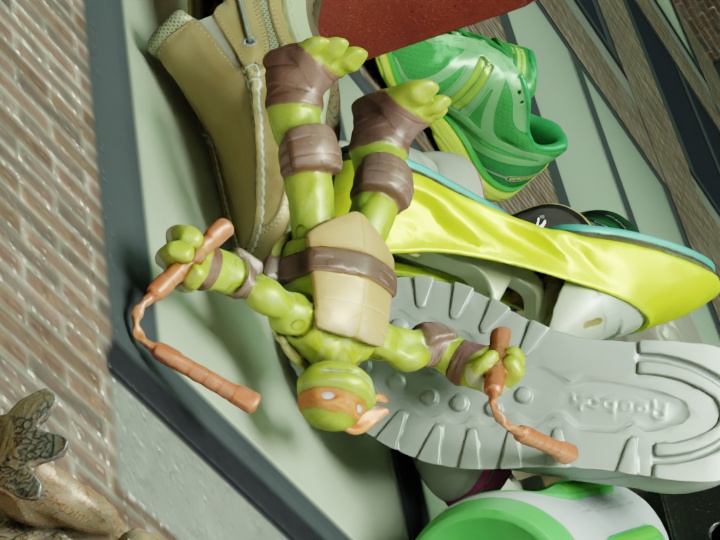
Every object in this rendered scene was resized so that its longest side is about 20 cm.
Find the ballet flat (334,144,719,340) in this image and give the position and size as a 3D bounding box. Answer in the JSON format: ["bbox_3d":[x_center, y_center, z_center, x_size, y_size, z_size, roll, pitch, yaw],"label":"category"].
[{"bbox_3d":[0.067,0.005,0.934,0.200,0.067,0.067,18,67,-20],"label":"ballet flat"}]

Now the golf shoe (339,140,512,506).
[{"bbox_3d":[0.019,0.021,0.975,0.091,0.075,0.200,20,42,-33],"label":"golf shoe"}]

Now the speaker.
[{"bbox_3d":[0.081,0.134,0.912,0.089,0.088,0.200,65,16,11],"label":"speaker"}]

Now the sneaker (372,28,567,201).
[{"bbox_3d":[0.063,-0.127,1.312,0.200,0.083,0.074,47,21,-41],"label":"sneaker"}]

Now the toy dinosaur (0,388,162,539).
[{"bbox_3d":[-0.069,0.094,0.523,0.200,0.086,0.136,50,0,21],"label":"toy dinosaur"}]

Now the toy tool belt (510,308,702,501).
[{"bbox_3d":[0.133,0.084,1.135,0.125,0.123,0.200,-89,155,-48],"label":"toy tool belt"}]

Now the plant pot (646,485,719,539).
[{"bbox_3d":[0.233,0.182,1.033,0.200,0.199,0.178,-95,168,-55],"label":"plant pot"}]

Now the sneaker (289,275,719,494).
[{"bbox_3d":[0.066,0.056,0.890,0.081,0.200,0.077,90,15,-79],"label":"sneaker"}]

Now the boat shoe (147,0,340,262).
[{"bbox_3d":[-0.057,-0.088,0.916,0.076,0.072,0.200,12,51,-24],"label":"boat shoe"}]

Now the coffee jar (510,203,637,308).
[{"bbox_3d":[0.127,0.014,1.270,0.104,0.085,0.200,64,16,7],"label":"coffee jar"}]

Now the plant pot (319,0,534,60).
[{"bbox_3d":[0.003,-0.219,1.102,0.200,0.200,0.176,-87,156,-62],"label":"plant pot"}]

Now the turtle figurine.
[{"bbox_3d":[0.000,0.000,0.825,0.200,0.064,0.162,17,63,-26],"label":"turtle figurine"}]
